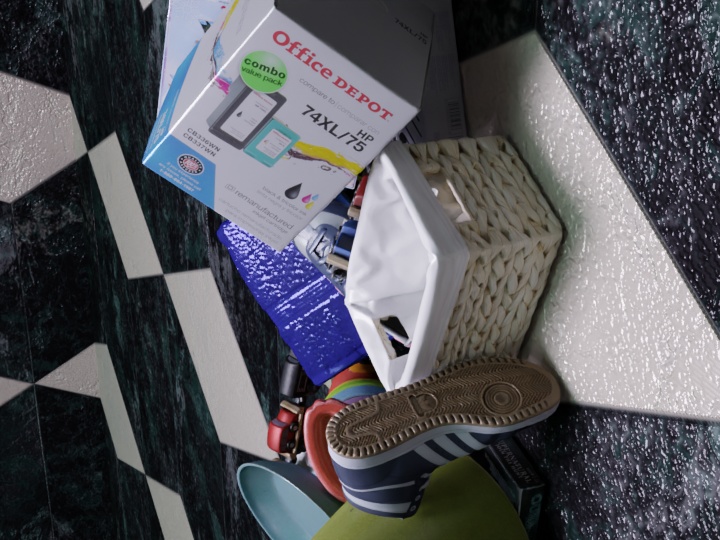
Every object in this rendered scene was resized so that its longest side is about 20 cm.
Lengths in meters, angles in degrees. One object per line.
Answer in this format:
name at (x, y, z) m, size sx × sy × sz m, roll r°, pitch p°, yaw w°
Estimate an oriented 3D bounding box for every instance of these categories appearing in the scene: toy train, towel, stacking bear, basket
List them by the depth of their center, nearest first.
basket at (0.075, -0.002, 1.133) m, size 0.201 × 0.122 × 0.136 m, roll 102°, pitch 150°, yaw -48°
toy train at (0.009, -0.066, 1.268) m, size 0.046 × 0.034 × 0.201 m, roll 111°, pitch 180°, yaw -47°
towel at (-0.045, 0.004, 1.377) m, size 0.147 × 0.050 × 0.201 m, roll -33°, pitch 92°, yaw 35°
stacking bear at (0.003, 0.156, 1.397) m, size 0.200 × 0.120 × 0.115 m, roll -97°, pitch 6°, yaw -77°
toy train at (-0.078, 0.178, 1.468) m, size 0.034 × 0.046 × 0.202 m, roll 21°, pitch 105°, yaw 43°

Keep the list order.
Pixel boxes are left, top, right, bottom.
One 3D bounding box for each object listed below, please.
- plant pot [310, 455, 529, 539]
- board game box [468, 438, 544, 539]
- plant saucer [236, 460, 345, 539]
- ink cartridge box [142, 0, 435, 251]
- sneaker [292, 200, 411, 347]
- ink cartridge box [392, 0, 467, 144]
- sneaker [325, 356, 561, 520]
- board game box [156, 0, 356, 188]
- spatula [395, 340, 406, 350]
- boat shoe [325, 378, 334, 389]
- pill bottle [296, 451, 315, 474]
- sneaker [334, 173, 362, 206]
plant pot at (0.021, 0.277, 1.186) m, size 0.187 × 0.199 × 0.189 m, roll 29°, pitch 131°, yaw 40°
board game box at (0.109, 0.188, 1.271) m, size 0.200 × 0.028 × 0.136 m, roll -124°, pitch 31°, yaw -49°
plant saucer at (-0.045, 0.264, 1.388) m, size 0.199 × 0.036 × 0.201 m, roll 36°, pitch 152°, yaw 23°
ink cartridge box at (-0.057, -0.153, 1.117) m, size 0.200 × 0.146 × 0.147 m, roll -43°, pitch 24°, yaw 36°
sneaker at (0.000, 0.000, 1.272) m, size 0.199 × 0.082 × 0.071 m, roll 34°, pitch 118°, yaw 15°
ink cartridge box at (0.051, -0.182, 1.221) m, size 0.094 × 0.044 × 0.202 m, roll -167°, pitch 69°, yaw -67°
sneaker at (0.070, 0.143, 1.131) m, size 0.109 × 0.198 × 0.070 m, roll 85°, pitch 168°, yaw -47°
board game box at (-0.081, -0.181, 1.226) m, size 0.041 × 0.198 × 0.200 m, roll -80°, pitch 5°, yaw -46°
spatula at (0.048, 0.009, 1.358) m, size 0.201 × 0.020 × 0.057 m, roll 98°, pitch 151°, yaw -43°
boat shoe at (-0.029, 0.069, 1.492) m, size 0.076 × 0.072 × 0.200 m, roll 44°, pitch 151°, yaw 9°
pill bottle at (-0.001, 0.290, 1.503) m, size 0.111 × 0.110 × 0.201 m, roll 124°, pitch 132°, yaw -63°
sneaker at (-0.024, -0.085, 1.408) m, size 0.200 × 0.066 × 0.079 m, roll 36°, pitch 140°, yaw 43°
